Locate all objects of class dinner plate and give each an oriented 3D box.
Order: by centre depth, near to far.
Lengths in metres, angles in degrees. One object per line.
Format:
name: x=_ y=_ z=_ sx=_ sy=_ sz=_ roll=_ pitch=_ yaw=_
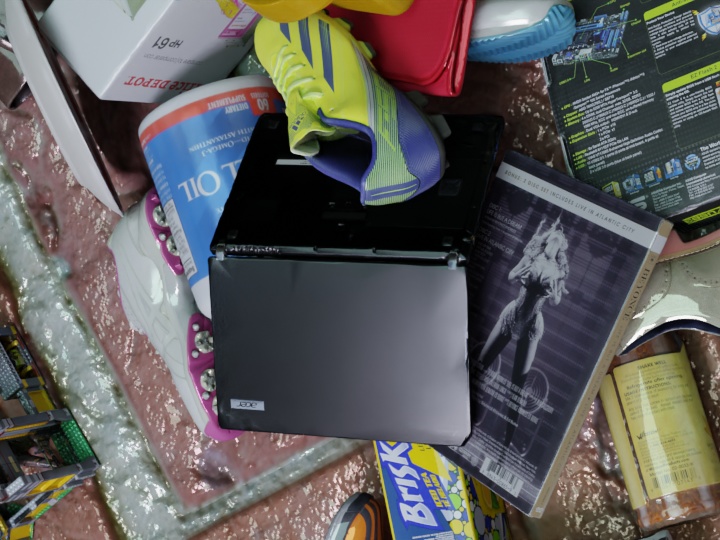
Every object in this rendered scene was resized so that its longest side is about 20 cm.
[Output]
dinner plate: x=-0.227 y=-0.128 z=1.216 sx=0.024 sy=0.200 sz=0.201 roll=-25 pitch=79 yaw=-4

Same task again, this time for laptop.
laptop: x=0.000 y=0.000 z=1.084 sx=0.177 sy=0.103 sz=0.200 roll=2 pitch=51 yaw=18

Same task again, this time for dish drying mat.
dish drying mat: x=0.013 y=-0.161 z=1.094 sx=0.200 sy=0.018 sz=0.077 roll=18 pitch=101 yaw=59

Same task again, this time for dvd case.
dvd case: x=0.105 y=0.036 z=1.044 sx=0.149 sy=0.016 sz=0.201 roll=31 pitch=100 yaw=49

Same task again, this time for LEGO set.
LEGO set: x=-0.316 y=0.136 z=1.311 sx=0.154 sy=0.116 sz=0.201 roll=-30 pitch=78 yaw=25

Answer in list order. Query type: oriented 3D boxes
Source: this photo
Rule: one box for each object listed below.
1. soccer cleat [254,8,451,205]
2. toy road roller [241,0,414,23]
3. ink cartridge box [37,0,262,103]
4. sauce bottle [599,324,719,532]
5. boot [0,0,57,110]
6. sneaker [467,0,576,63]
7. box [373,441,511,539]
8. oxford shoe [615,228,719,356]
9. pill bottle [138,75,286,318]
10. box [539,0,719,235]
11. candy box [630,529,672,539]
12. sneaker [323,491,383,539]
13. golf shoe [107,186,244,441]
soccer cleat: x=-0.023 y=-0.111 z=1.059 sx=0.200 sy=0.084 sz=0.065 roll=45 pitch=150 yaw=37
toy road roller: x=-0.015 y=-0.250 z=1.032 sx=0.123 sy=0.146 sz=0.200 roll=20 pitch=81 yaw=50
ink cartridge box: x=-0.117 y=-0.217 z=1.177 sx=0.200 sy=0.144 sz=0.085 roll=-47 pitch=73 yaw=21
sauce bottle: x=0.188 y=0.069 z=1.074 sx=0.066 sy=0.066 sz=0.201 roll=-19 pitch=76 yaw=27
boot: x=-0.289 y=-0.253 z=1.323 sx=0.166 sy=0.072 sz=0.200 roll=39 pitch=108 yaw=8
sneaker: x=0.065 y=-0.183 z=1.095 sx=0.200 sy=0.076 sz=0.081 roll=12 pitch=95 yaw=50
box: x=0.052 y=0.128 z=1.146 sx=0.064 sy=0.070 sz=0.201 roll=-12 pitch=86 yaw=25
oxford shoe: x=0.245 y=0.006 z=1.025 sx=0.199 sy=0.071 sz=0.074 roll=-14 pitch=74 yaw=13
pill bottle: x=-0.080 y=-0.031 z=1.185 sx=0.112 sy=0.112 sz=0.201 roll=-25 pitch=82 yaw=26
box: x=0.217 y=-0.130 z=1.042 sx=0.200 sy=0.047 sz=0.194 roll=-21 pitch=66 yaw=26
candy box: x=0.132 y=0.280 z=1.068 sx=0.199 sy=0.072 sz=0.168 roll=-18 pitch=104 yaw=18
sneaker: x=0.025 y=0.261 z=1.173 sx=0.112 sy=0.078 sz=0.201 roll=11 pitch=108 yaw=23
golf shoe: x=-0.137 y=0.037 z=1.250 sx=0.091 sy=0.075 sz=0.201 roll=-23 pitch=79 yaw=42
